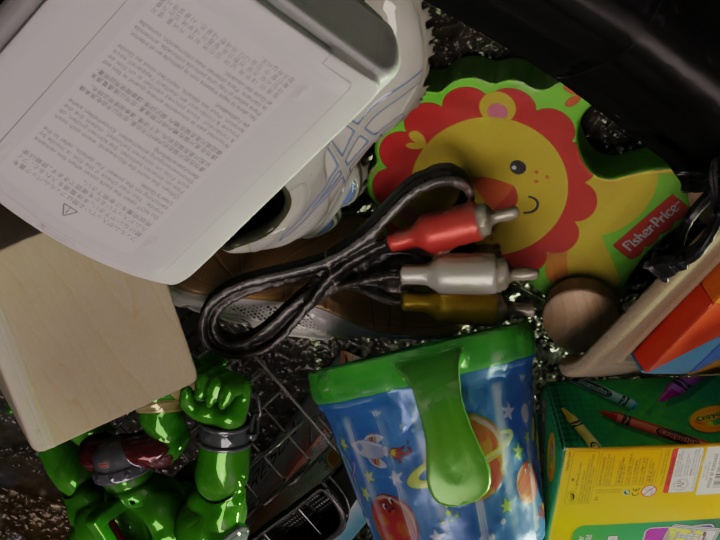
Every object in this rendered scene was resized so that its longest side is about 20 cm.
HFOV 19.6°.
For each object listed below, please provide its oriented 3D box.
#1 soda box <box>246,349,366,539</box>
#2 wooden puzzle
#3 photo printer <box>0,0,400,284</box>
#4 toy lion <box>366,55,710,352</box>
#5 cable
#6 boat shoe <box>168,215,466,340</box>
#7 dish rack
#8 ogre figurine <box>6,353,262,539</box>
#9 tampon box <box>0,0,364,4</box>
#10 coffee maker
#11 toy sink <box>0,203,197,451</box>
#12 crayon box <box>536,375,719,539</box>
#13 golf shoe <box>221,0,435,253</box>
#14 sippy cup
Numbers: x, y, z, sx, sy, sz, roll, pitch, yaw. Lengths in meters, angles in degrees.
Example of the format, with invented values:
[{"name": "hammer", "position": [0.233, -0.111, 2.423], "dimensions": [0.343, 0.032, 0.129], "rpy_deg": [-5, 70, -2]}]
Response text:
[{"name": "soda box", "position": [-0.032, 0.145, 1.386], "dimensions": [0.068, 0.064, 0.200], "rpy_deg": [25, 129, -16]}, {"name": "wooden puzzle", "position": [0.237, 0.012, 1.211], "dimensions": [0.184, 0.037, 0.200], "rpy_deg": [2, 143, -44]}, {"name": "photo printer", "position": [-0.103, -0.088, 1.022], "dimensions": [0.166, 0.070, 0.200], "rpy_deg": [33, 125, -22]}, {"name": "toy lion", "position": [0.111, -0.058, 1.210], "dimensions": [0.191, 0.069, 0.200], "rpy_deg": [38, 123, -16]}, {"name": "cable", "position": [0.000, 0.000, 1.191], "dimensions": [0.198, 0.050, 0.098], "rpy_deg": [-12, 116, -1]}, {"name": "boat shoe", "position": [-0.030, 0.007, 1.274], "dimensions": [0.198, 0.071, 0.069], "rpy_deg": [11, 157, -14]}, {"name": "dish rack", "position": [-0.102, 0.104, 1.319], "dimensions": [0.200, 0.055, 0.153], "rpy_deg": [50, 127, -2]}, {"name": "ogre figurine", "position": [-0.133, 0.118, 1.253], "dimensions": [0.198, 0.098, 0.121], "rpy_deg": [-8, 98, 22]}, {"name": "tampon box", "position": [-0.114, -0.166, 1.087], "dimensions": [0.199, 0.127, 0.150], "rpy_deg": [29, 127, -19]}, {"name": "coffee maker", "position": [0.126, -0.136, 1.051], "dimensions": [0.199, 0.193, 0.135], "rpy_deg": [29, 143, -17]}, {"name": "toy sink", "position": [-0.184, -0.014, 1.213], "dimensions": [0.111, 0.200, 0.131], "rpy_deg": [-24, 123, -13]}, {"name": "crayon box", "position": [0.159, 0.156, 1.264], "dimensions": [0.118, 0.058, 0.201], "rpy_deg": [-2, 130, -9]}, {"name": "golf shoe", "position": [-0.025, -0.084, 1.158], "dimensions": [0.078, 0.097, 0.201], "rpy_deg": [36, 129, 17]}, {"name": "sippy cup", "position": [0.048, 0.107, 1.213], "dimensions": [0.139, 0.177, 0.131], "rpy_deg": [-13, 89, 33]}]
